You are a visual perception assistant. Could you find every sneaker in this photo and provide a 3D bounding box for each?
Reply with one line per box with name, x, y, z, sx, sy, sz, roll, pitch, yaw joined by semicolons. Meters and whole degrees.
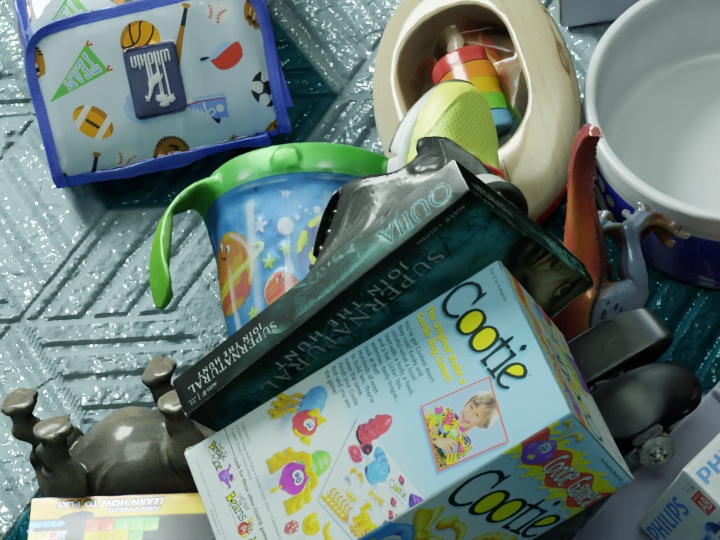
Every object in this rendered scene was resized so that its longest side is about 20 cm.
sneaker;0.068;-0.018;1.380;0.090;0.078;0.202;-14;69;46
sneaker;0.000;0.000;1.336;0.200;0.066;0.091;-42;48;8

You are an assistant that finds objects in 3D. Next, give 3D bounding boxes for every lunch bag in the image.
lunch bag;-0.143;-0.162;1.564;0.168;0.124;0.202;-13;68;-2

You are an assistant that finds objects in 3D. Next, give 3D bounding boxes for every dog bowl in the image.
dog bowl;0.240;-0.089;1.486;0.198;0.079;0.201;-3;55;4

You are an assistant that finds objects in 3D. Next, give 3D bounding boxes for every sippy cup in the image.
sippy cup;-0.029;0.011;1.424;0.176;0.140;0.131;-9;64;15

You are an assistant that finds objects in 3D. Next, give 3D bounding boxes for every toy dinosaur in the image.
toy dinosaur;0.111;0.044;1.368;0.105;0.200;0.182;9;59;46

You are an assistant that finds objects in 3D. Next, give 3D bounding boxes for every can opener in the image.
can opener;0.102;0.107;1.316;0.199;0.063;0.079;-38;52;6

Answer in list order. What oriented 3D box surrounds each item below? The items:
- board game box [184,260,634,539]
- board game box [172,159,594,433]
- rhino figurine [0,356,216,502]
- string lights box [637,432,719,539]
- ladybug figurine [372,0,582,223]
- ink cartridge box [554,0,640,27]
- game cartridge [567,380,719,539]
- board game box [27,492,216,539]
board game box;0.026;0.104;1.254;0.199;0.103;0.105;-31;56;10
board game box;0.014;0.034;1.277;0.200;0.135;0.028;-38;51;17
rhino figurine;-0.105;0.098;1.385;0.198;0.088;0.060;-11;38;5
string lights box;0.247;0.173;1.247;0.059;0.103;0.200;-41;78;-20
ladybug figurine;0.080;-0.100;1.505;0.135;0.072;0.201;-23;60;18
ink cartridge box;0.222;-0.244;1.539;0.198;0.177;0.045;-8;53;1
game cartridge;0.202;0.155;1.321;0.130;0.038;0.200;42;67;13
board game box;-0.094;0.209;1.330;0.198;0.057;0.166;-3;53;5
